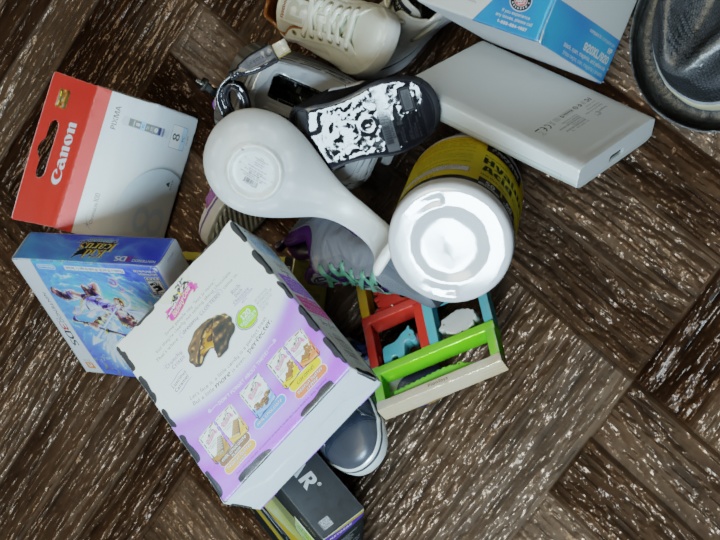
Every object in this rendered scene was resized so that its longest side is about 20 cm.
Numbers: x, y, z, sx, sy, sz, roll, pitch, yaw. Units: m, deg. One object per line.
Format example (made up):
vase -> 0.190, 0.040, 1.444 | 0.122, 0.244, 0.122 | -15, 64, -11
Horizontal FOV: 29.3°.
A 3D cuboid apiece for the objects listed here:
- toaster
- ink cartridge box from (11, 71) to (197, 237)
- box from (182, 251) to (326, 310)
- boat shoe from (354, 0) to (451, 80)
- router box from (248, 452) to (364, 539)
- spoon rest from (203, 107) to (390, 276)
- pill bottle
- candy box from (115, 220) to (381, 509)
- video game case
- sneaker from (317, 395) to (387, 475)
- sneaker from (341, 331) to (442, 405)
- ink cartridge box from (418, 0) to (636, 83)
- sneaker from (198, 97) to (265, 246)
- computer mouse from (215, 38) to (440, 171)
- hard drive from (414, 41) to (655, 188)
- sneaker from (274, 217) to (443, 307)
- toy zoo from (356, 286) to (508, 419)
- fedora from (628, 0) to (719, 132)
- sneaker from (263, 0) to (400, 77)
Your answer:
toaster -> -0.061, -0.154, 1.359 | 0.115, 0.198, 0.129 | -66, 16, 5
ink cartridge box -> -0.269, -0.111, 1.478 | 0.047, 0.199, 0.162 | 19, 93, 30
box -> -0.136, 0.011, 1.460 | 0.198, 0.075, 0.051 | 2, 82, 31
boat shoe -> 0.054, -0.262, 1.389 | 0.198, 0.065, 0.073 | -27, 71, 25
router box -> -0.076, 0.210, 1.353 | 0.052, 0.158, 0.200 | -33, 61, -21
spoon rest -> -0.053, -0.071, 1.262 | 0.199, 0.061, 0.100 | 34, 109, -2
pill bottle -> 0.092, -0.059, 1.257 | 0.110, 0.200, 0.113 | 4, 113, 8
candy box -> -0.106, 0.085, 1.267 | 0.168, 0.071, 0.200 | -46, 61, 9
video game case -> -0.247, 0.042, 1.465 | 0.198, 0.182, 0.046 | 3, 47, 30
sneaker -> -0.047, 0.107, 1.314 | 0.078, 0.079, 0.201 | -42, 53, 13
sneaker -> -0.005, 0.101, 1.371 | 0.198, 0.075, 0.089 | -10, 78, 28
ink cartridge box -> 0.177, -0.304, 1.273 | 0.146, 0.144, 0.202 | 27, 97, 35
sneaker -> -0.131, -0.126, 1.482 | 0.114, 0.073, 0.202 | 33, 90, 33
computer mouse -> -0.034, -0.157, 1.271 | 0.198, 0.046, 0.142 | -21, 112, 8
hard drive -> 0.156, -0.150, 1.285 | 0.199, 0.131, 0.027 | 30, 133, 30
sneaker -> 0.000, 0.000, 1.326 | 0.088, 0.075, 0.200 | -45, 46, -7
toy zoo -> 0.062, 0.034, 1.331 | 0.130, 0.020, 0.202 | -24, 49, 15
fedora -> 0.315, -0.228, 1.217 | 0.198, 0.091, 0.204 | -5, 81, 30
sneaker -> -0.037, -0.243, 1.386 | 0.199, 0.084, 0.074 | 25, 99, 56
